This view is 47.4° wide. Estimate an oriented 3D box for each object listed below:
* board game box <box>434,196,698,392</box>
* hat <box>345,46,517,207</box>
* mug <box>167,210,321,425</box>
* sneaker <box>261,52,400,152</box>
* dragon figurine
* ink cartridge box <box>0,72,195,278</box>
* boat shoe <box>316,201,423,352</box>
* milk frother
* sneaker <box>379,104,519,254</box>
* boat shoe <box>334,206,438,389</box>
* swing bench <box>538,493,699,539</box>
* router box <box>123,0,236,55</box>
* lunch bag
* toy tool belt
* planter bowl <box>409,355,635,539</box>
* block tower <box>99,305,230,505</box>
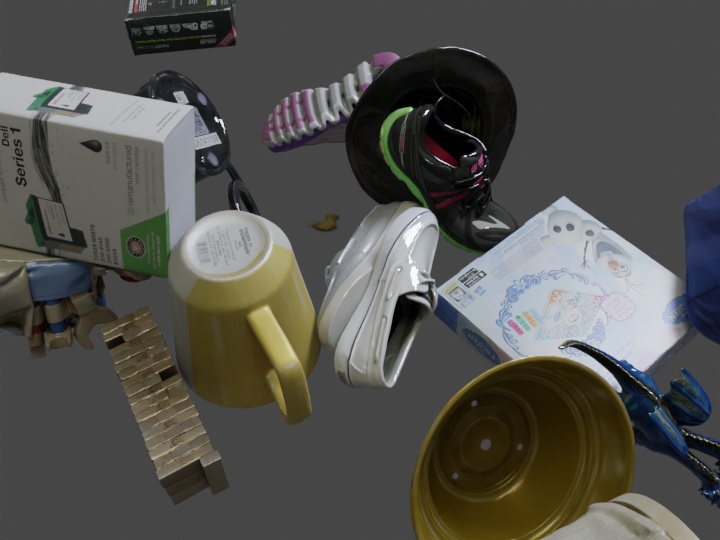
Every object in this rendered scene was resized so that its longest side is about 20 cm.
[{"bbox_3d":[0.211,0.039,0.821,0.199,0.044,0.199,-34,56,-23],"label":"board game box"},{"bbox_3d":[0.073,-0.168,0.930,0.198,0.203,0.081,-14,32,-8],"label":"hat"},{"bbox_3d":[-0.100,0.033,0.772,0.184,0.154,0.150,21,54,19],"label":"mug"},{"bbox_3d":[-0.024,-0.182,0.999,0.198,0.089,0.081,-20,49,16],"label":"sneaker"},{"bbox_3d":[0.254,0.118,0.690,0.059,0.201,0.099,-47,23,-19],"label":"dragon figurine"},{"bbox_3d":[-0.260,-0.089,0.769,0.197,0.148,0.085,10,33,6],"label":"ink cartridge box"},{"bbox_3d":[0.000,0.000,0.854,0.068,0.072,0.201,6,54,36],"label":"boat shoe"},{"bbox_3d":[-0.215,-0.076,0.890,0.187,0.180,0.203,-26,78,26],"label":"milk frother"},{"bbox_3d":[0.104,-0.091,0.861,0.200,0.083,0.077,43,53,-21],"label":"sneaker"},{"bbox_3d":[0.045,0.028,0.805,0.065,0.074,0.202,7,65,37],"label":"boat shoe"},{"bbox_3d":[0.154,0.275,0.552,0.197,0.130,0.202,-22,64,-13],"label":"swing bench"},{"bbox_3d":[-0.259,-0.403,1.199,0.147,0.063,0.202,-5,50,-2],"label":"router box"},{"bbox_3d":[0.397,-0.011,0.765,0.135,0.132,0.202,26,51,-14],"label":"lunch bag"},{"bbox_3d":[-0.306,0.025,0.834,0.197,0.124,0.125,-4,34,-16],"label":"toy tool belt"},{"bbox_3d":[0.119,0.157,0.675,0.198,0.203,0.083,-19,16,-13],"label":"planter bowl"},{"bbox_3d":[-0.188,0.122,0.768,0.057,0.054,0.201,-25,53,-16],"label":"block tower"}]
